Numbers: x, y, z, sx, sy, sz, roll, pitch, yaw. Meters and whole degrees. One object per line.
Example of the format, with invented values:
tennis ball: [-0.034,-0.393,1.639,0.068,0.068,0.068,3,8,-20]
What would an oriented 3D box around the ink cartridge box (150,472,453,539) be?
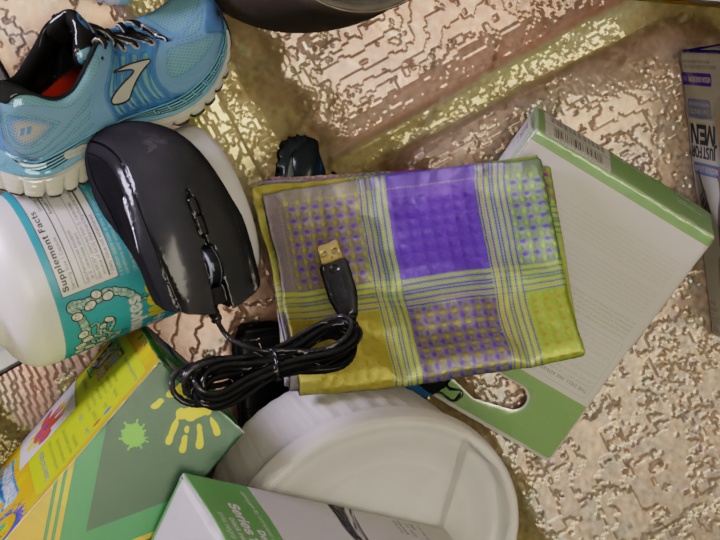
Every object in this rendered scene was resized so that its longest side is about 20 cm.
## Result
ink cartridge box: [-0.038,0.218,1.393,0.200,0.084,0.146,15,109,-32]

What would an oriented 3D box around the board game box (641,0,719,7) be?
board game box: [0.223,-0.191,1.521,0.199,0.134,0.034,4,95,-9]

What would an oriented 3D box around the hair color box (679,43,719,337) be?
hair color box: [0.267,-0.052,1.556,0.065,0.109,0.201,-10,97,-8]

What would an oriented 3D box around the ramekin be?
ramekin: [-0.007,0.159,1.489,0.202,0.094,0.203,-11,119,-20]

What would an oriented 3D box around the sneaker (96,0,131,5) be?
sneaker: [-0.203,-0.269,1.469,0.130,0.080,0.201,0,95,-11]

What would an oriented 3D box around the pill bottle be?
pill bottle: [-0.172,-0.009,1.465,0.200,0.111,0.111,-22,99,-16]

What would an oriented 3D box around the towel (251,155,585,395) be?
towel: [0.036,0.001,1.469,0.199,0.023,0.144,-5,73,-12]

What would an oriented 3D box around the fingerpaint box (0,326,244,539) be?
fingerpaint box: [-0.162,0.125,1.456,0.073,0.200,0.167,41,88,-12]

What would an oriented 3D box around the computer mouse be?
computer mouse: [-0.074,-0.020,1.394,0.140,0.046,0.200,-11,64,-29]

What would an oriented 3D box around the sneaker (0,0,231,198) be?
sneaker: [-0.155,-0.127,1.451,0.200,0.078,0.090,-42,135,-38]

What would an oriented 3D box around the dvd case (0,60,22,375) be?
dvd case: [-0.258,-0.032,1.515,0.142,0.018,0.200,-29,100,-5]

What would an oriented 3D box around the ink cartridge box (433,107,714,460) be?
ink cartridge box: [0.123,0.011,1.572,0.145,0.048,0.200,30,112,-11]

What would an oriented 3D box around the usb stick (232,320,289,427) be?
usb stick: [-0.053,0.132,1.561,0.055,0.033,0.201,-6,97,-18]

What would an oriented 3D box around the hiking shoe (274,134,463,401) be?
hiking shoe: [0.000,0.000,1.532,0.086,0.074,0.201,-17,105,2]

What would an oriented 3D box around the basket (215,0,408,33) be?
basket: [-0.014,-0.215,1.445,0.180,0.200,0.136,-10,98,-9]
